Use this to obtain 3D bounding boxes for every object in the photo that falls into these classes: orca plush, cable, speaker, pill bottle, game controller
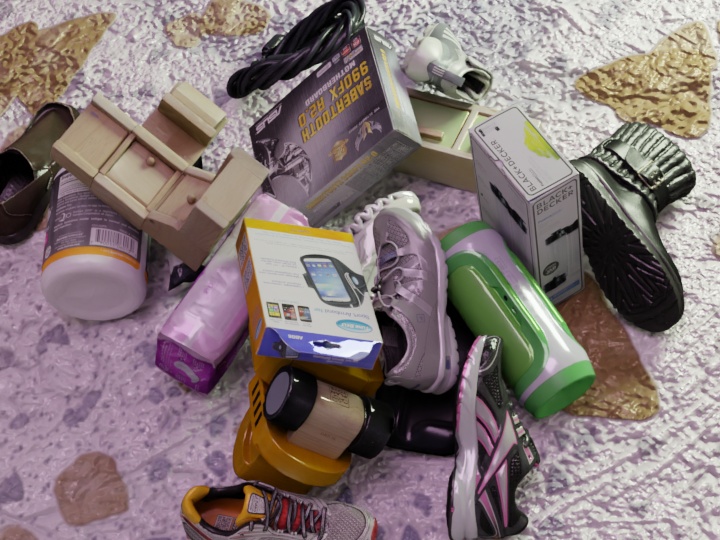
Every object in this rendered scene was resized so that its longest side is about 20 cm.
[{"bbox_3d":[-0.183,-0.073,1.735,0.071,0.105,0.200,4,47,-23],"label":"orca plush"},{"bbox_3d":[-0.075,-0.260,1.787,0.163,0.051,0.200,-38,16,-30],"label":"cable"},{"bbox_3d":[0.151,0.048,1.552,0.088,0.088,0.200,-30,68,-9],"label":"speaker"},{"bbox_3d":[-0.290,-0.054,1.716,0.116,0.116,0.200,-7,55,7],"label":"pill bottle"},{"bbox_3d":[0.077,0.097,1.589,0.104,0.042,0.200,13,59,3],"label":"game controller"}]

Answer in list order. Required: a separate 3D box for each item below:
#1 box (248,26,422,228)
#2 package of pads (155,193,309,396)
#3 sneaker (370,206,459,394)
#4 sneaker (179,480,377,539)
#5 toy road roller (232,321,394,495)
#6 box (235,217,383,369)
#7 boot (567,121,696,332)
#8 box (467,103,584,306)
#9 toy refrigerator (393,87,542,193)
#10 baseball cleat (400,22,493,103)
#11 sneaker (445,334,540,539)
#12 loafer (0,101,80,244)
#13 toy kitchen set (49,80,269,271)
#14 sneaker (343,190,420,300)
[{"bbox_3d":[-0.032,-0.148,1.704,0.200,0.048,0.159,-37,48,30],"label":"box"},{"bbox_3d":[-0.134,0.025,1.618,0.076,0.121,0.200,32,66,5],"label":"package of pads"},{"bbox_3d":[0.042,0.025,1.536,0.082,0.075,0.200,2,63,-35],"label":"sneaker"},{"bbox_3d":[-0.082,0.248,1.486,0.199,0.082,0.078,1,56,12],"label":"sneaker"},{"bbox_3d":[-0.063,0.131,1.529,0.146,0.123,0.200,-52,28,28],"label":"toy road roller"},{"bbox_3d":[-0.051,0.028,1.500,0.119,0.042,0.200,9,37,-18],"label":"box"},{"bbox_3d":[0.302,-0.052,1.612,0.158,0.079,0.211,-25,82,-43],"label":"boot"},{"bbox_3d":[0.171,-0.060,1.569,0.060,0.200,0.117,-29,54,-10],"label":"box"},{"bbox_3d":[0.099,-0.146,1.723,0.200,0.070,0.076,18,61,22],"label":"toy refrigerator"},{"bbox_3d":[0.100,-0.229,1.750,0.106,0.070,0.200,30,20,1],"label":"baseball cleat"},{"bbox_3d":[0.132,0.164,1.492,0.086,0.080,0.201,5,86,0],"label":"sneaker"},{"bbox_3d":[-0.385,-0.126,1.811,0.073,0.071,0.200,8,58,17],"label":"loafer"},{"bbox_3d":[-0.188,-0.140,1.604,0.200,0.180,0.163,38,69,-4],"label":"toy kitchen set"},{"bbox_3d":[0.000,0.000,1.648,0.081,0.075,0.200,41,83,22],"label":"sneaker"}]
